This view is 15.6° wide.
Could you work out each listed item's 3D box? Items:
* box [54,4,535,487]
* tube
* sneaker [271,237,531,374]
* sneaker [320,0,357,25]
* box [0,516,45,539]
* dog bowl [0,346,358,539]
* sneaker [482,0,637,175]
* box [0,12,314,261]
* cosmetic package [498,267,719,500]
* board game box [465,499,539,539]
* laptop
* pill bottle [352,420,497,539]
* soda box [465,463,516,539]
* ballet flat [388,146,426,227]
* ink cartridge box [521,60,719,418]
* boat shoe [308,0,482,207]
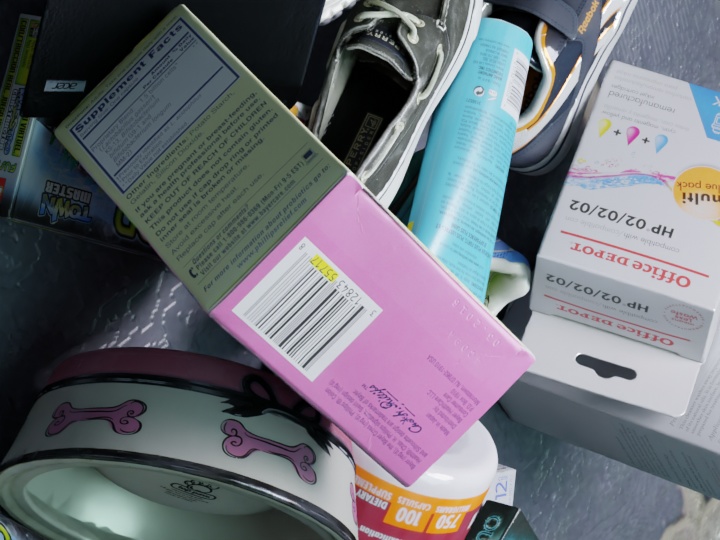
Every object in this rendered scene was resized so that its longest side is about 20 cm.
[{"bbox_3d":[-0.036,-0.014,1.341,0.097,0.200,0.176,-45,131,2],"label":"box"},{"bbox_3d":[0.060,-0.049,1.543,0.077,0.050,0.200,26,66,-35],"label":"tube"},{"bbox_3d":[0.022,0.039,1.586,0.200,0.077,0.076,-46,131,-24],"label":"sneaker"},{"bbox_3d":[0.001,-0.214,1.504,0.200,0.077,0.080,-45,120,-28],"label":"sneaker"},{"bbox_3d":[-0.207,0.169,1.358,0.035,0.110,0.200,-33,139,19],"label":"box"},{"bbox_3d":[-0.093,0.105,1.411,0.200,0.200,0.074,37,56,-44],"label":"dog bowl"},{"bbox_3d":[0.118,-0.161,1.631,0.079,0.078,0.200,18,89,-52],"label":"sneaker"},{"bbox_3d":[-0.116,-0.063,1.447,0.200,0.035,0.110,15,88,-47],"label":"box"},{"bbox_3d":[0.188,0.064,1.671,0.113,0.200,0.081,-55,141,-17],"label":"cosmetic package"},{"bbox_3d":[0.094,0.255,1.654,0.135,0.028,0.200,-58,139,-25],"label":"board game box"},{"bbox_3d":[-0.108,-0.193,1.396,0.177,0.103,0.200,-3,66,-39],"label":"laptop"},{"bbox_3d":[-0.007,0.168,1.533,0.113,0.113,0.200,-3,125,-45],"label":"pill bottle"},{"bbox_3d":[0.046,0.216,1.664,0.063,0.068,0.200,-4,104,-45],"label":"soda box"},{"bbox_3d":[0.000,0.000,1.552,0.067,0.070,0.200,55,48,-18],"label":"ballet flat"},{"bbox_3d":[0.177,-0.021,1.618,0.068,0.115,0.200,91,18,-58],"label":"ink cartridge box"},{"bbox_3d":[0.020,-0.123,1.515,0.064,0.071,0.200,68,39,-70],"label":"boat shoe"}]
